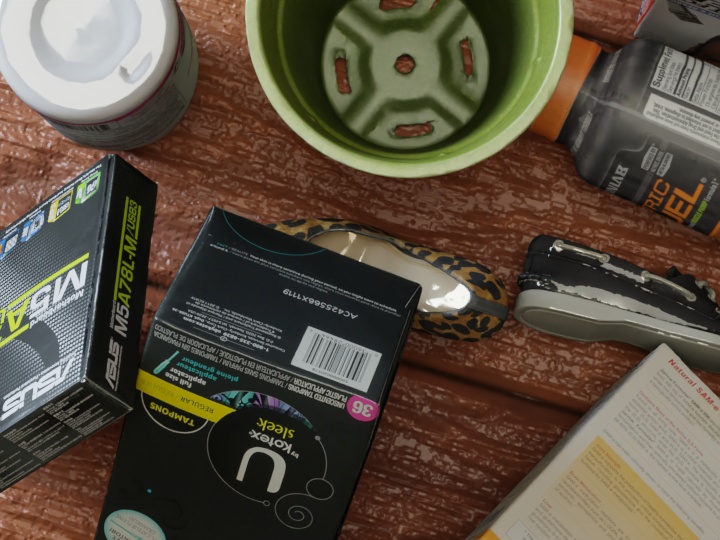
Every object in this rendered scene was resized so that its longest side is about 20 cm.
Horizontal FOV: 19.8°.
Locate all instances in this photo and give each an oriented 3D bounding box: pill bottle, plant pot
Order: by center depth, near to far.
[{"bbox_3d":[-0.164,-0.139,1.329,0.113,0.200,0.114,0,86,0],"label":"pill bottle"},{"bbox_3d":[0.031,-0.150,1.341,0.199,0.190,0.201,0,87,1],"label":"plant pot"},{"bbox_3d":[0.215,-0.088,1.377,0.199,0.106,0.107,24,86,3],"label":"pill bottle"}]

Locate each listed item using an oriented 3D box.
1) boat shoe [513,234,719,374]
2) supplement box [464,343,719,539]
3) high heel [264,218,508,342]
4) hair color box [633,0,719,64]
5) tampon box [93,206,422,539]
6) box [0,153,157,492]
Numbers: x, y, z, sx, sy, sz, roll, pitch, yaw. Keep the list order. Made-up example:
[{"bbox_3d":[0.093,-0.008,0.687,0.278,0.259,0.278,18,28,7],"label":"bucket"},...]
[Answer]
[{"bbox_3d":[0.203,0.025,1.388,0.199,0.074,0.061,13,72,-2],"label":"boat shoe"},{"bbox_3d":[0.169,0.162,1.341,0.126,0.074,0.200,46,64,3],"label":"supplement box"},{"bbox_3d":[0.000,0.000,1.354,0.199,0.143,0.072,15,86,2],"label":"high heel"},{"bbox_3d":[0.249,-0.184,1.336,0.111,0.200,0.064,17,85,2],"label":"hair color box"},{"bbox_3d":[-0.065,0.093,1.309,0.149,0.126,0.200,20,127,3],"label":"tampon box"},{"bbox_3d":[-0.216,0.047,1.305,0.200,0.194,0.047,-31,126,30],"label":"box"}]
